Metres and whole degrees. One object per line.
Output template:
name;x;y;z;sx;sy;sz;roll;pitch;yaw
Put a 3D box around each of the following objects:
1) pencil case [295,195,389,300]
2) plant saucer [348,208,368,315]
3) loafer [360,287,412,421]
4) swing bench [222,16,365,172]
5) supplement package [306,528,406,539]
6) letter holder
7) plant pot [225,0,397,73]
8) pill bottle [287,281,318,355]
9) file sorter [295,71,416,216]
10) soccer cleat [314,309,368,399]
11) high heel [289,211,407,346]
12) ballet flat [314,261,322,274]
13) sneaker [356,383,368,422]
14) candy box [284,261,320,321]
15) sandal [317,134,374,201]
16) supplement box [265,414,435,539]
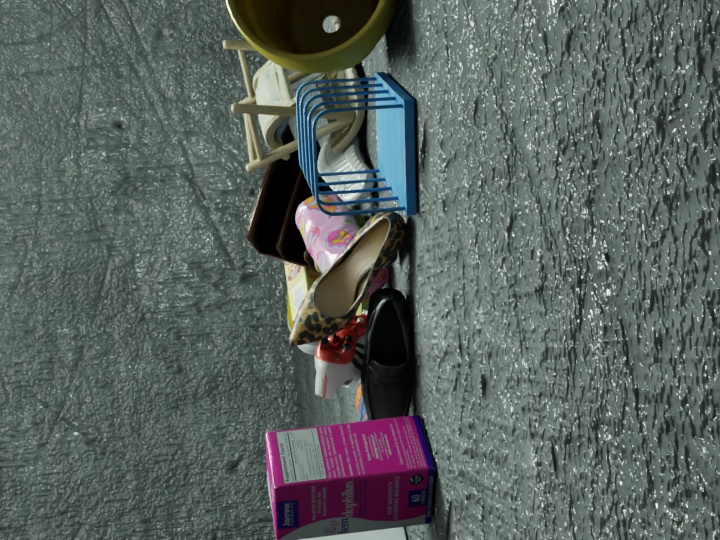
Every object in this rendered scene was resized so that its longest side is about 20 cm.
pencil case;-0.028;-0.032;1.661;0.200;0.087;0.088;-124;27;-47
plant saucer;0.000;0.000;1.797;0.200;0.031;0.200;175;90;-83
loafer;0.033;0.123;1.480;0.070;0.068;0.201;-85;-5;-81
swing bench;-0.098;-0.274;1.768;0.199;0.200;0.130;-103;2;-49
supplement package;-0.015;0.443;1.731;0.151;0.151;0.200;-102;11;-46
letter holder;-0.102;-0.122;1.862;0.142;0.100;0.200;64;-137;-77
plant pot;-0.048;-0.329;1.405;0.189;0.200;0.201;32;-128;-80
pill bottle;-0.083;0.072;2.154;0.200;0.111;0.111;95;167;-53
file sorter;-0.009;-0.157;1.419;0.200;0.122;0.139;-116;22;-69
soccer cleat;-0.012;0.112;1.555;0.200;0.069;0.085;-34;-42;-65
high heel;-0.021;0.008;1.437;0.071;0.200;0.143;42;163;13
ballet flat;-0.052;-0.022;1.896;0.200;0.046;0.068;-39;-53;-76
sneaker;0.027;0.248;1.609;0.078;0.075;0.200;-118;23;-63
candy box;-0.069;0.013;1.980;0.055;0.115;0.200;-42;42;33
sandal;-0.018;-0.152;1.741;0.050;0.082;0.203;38;-160;-32
supplement box;-0.015;0.259;1.429;0.103;0.200;0.101;-105;12;-53
